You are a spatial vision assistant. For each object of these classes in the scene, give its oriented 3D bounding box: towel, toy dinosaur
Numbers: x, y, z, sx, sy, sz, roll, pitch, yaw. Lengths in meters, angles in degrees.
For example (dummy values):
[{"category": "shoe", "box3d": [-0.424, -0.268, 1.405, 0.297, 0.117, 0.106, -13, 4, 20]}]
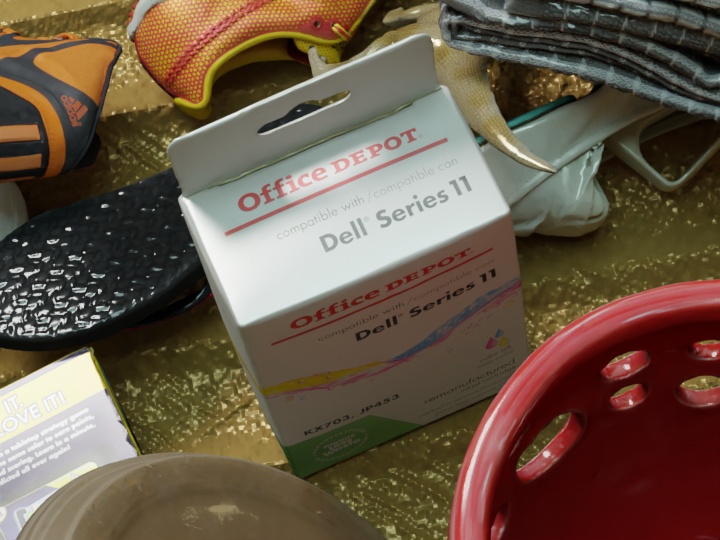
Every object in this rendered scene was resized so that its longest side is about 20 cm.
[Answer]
[{"category": "towel", "box3d": [0.131, -0.147, 0.985, 0.200, 0.086, 0.166, 12, 49, 2]}, {"category": "toy dinosaur", "box3d": [0.034, -0.091, 1.007, 0.101, 0.058, 0.200, -27, 25, 16]}]

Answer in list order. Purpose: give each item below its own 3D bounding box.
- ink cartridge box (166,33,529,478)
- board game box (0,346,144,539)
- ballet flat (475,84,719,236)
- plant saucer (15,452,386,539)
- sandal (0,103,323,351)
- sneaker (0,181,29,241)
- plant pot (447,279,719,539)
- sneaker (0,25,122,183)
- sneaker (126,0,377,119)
[{"category": "ink cartridge box", "box3d": [0.000, 0.000, 0.931, 0.117, 0.200, 0.067, -24, 63, -4]}, {"category": "board game box", "box3d": [-0.163, 0.150, 0.961, 0.200, 0.057, 0.165, -26, 61, -5]}, {"category": "ballet flat", "box3d": [0.108, -0.055, 1.026, 0.200, 0.069, 0.069, -30, 64, -8]}, {"category": "plant saucer", "box3d": [-0.041, 0.146, 0.895, 0.200, 0.029, 0.200, 21, 39, -18]}, {"category": "sandal", "box3d": [-0.083, -0.010, 1.036, 0.200, 0.045, 0.075, -28, 53, -24]}, {"category": "sneaker", "box3d": [-0.222, 0.013, 1.004, 0.074, 0.116, 0.200, 26, 68, 21]}, {"category": "plant pot", "box3d": [0.131, 0.130, 0.852, 0.200, 0.183, 0.201, -1, 62, 2]}, {"category": "sneaker", "box3d": [-0.177, -0.094, 1.080, 0.112, 0.078, 0.200, -2, 37, -26]}, {"category": "sneaker", "box3d": [-0.011, -0.138, 1.087, 0.200, 0.073, 0.077, -33, 86, -4]}]
